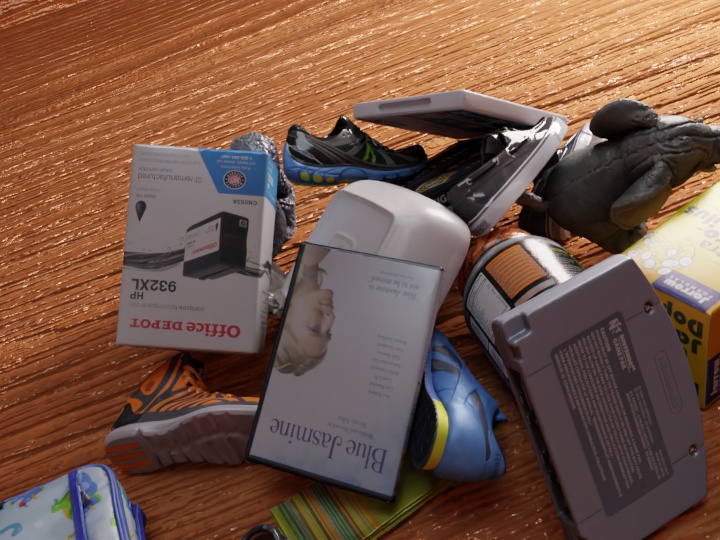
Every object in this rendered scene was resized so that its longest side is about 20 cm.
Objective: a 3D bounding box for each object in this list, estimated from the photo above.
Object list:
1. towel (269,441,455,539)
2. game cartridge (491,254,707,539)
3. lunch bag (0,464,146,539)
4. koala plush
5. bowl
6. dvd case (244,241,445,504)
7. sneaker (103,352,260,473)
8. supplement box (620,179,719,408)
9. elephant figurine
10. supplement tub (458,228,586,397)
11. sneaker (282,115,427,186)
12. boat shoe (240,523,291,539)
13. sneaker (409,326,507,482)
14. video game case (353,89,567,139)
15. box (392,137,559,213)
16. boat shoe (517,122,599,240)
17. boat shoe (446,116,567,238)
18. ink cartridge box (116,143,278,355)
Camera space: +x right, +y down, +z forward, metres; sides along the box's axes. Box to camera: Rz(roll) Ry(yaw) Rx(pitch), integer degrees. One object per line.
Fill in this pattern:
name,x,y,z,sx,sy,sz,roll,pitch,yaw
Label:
towel,0.020,0.183,0.673,0.197,0.018,0.086,-30,39,-19
game cartridge,0.186,0.100,0.572,0.131,0.204,0.040,-23,11,-10
lunch bag,-0.246,0.262,0.620,0.158,0.084,0.201,-22,37,-12
koala plush,-0.150,-0.020,0.917,0.173,0.185,0.204,-15,56,13
bowl,0.000,0.000,0.778,0.203,0.074,0.199,-59,34,0
dvd case,-0.014,0.083,0.676,0.139,0.018,0.205,10,78,18
sneaker,-0.154,0.128,0.761,0.195,0.079,0.113,-7,37,12
supplement box,0.332,0.008,0.703,0.198,0.111,0.108,-33,39,-21
elephant figurine,0.284,-0.112,0.779,0.141,0.200,0.155,42,65,2
supplement tub,0.169,0.050,0.698,0.120,0.125,0.201,-20,34,-6
sneaker,-0.001,-0.145,0.927,0.195,0.085,0.070,-2,-3,-28
boat shoe,-0.086,0.280,0.538,0.072,0.061,0.202,1,46,23
sneaker,0.083,0.118,0.686,0.077,0.067,0.201,16,22,-8
video game case,0.121,-0.185,0.932,0.197,0.024,0.180,2,4,-42
box,0.107,-0.106,0.939,0.197,0.051,0.198,-31,17,-20
boat shoe,0.244,-0.115,0.940,0.066,0.073,0.202,9,50,29
boat shoe,0.150,-0.114,0.802,0.066,0.070,0.200,42,57,0
ink cartridge box,-0.166,-0.018,0.801,0.141,0.206,0.084,4,-6,0
